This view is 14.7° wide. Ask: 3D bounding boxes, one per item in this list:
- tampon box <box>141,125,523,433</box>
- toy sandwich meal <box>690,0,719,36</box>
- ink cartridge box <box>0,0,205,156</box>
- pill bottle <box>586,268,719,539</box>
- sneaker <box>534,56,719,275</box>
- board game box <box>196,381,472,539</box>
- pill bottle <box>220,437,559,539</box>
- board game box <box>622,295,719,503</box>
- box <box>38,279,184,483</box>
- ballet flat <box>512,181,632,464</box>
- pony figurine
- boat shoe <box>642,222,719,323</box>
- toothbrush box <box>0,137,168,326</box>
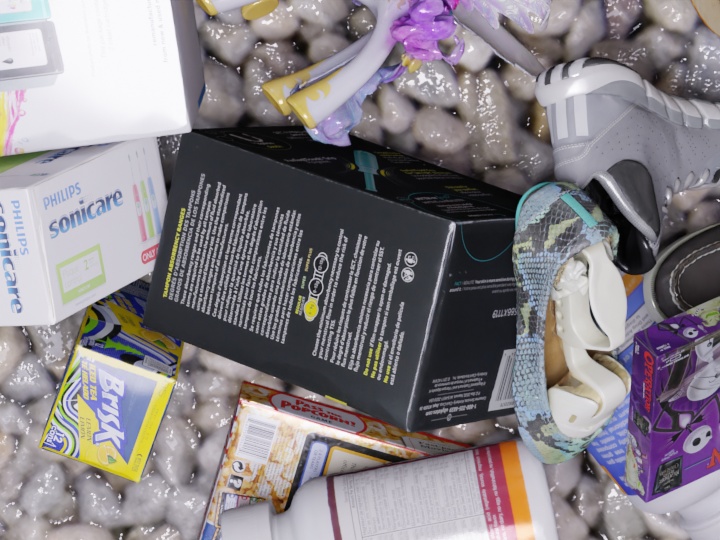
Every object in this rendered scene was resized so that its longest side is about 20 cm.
[{"bbox_3d":[0.000,0.000,1.652,0.200,0.150,0.126,21,104,32],"label":"tampon box"},{"bbox_3d":[0.289,-0.205,1.669,0.205,0.070,0.205,-7,131,-8],"label":"toy sandwich meal"},{"bbox_3d":[-0.204,-0.152,1.662,0.200,0.147,0.146,-7,103,3],"label":"ink cartridge box"},{"bbox_3d":[0.185,0.079,1.731,0.112,0.112,0.200,-38,100,8],"label":"pill bottle"},{"bbox_3d":[0.177,-0.047,1.667,0.200,0.075,0.116,16,66,-41],"label":"sneaker"},{"bbox_3d":[-0.001,0.172,1.786,0.200,0.046,0.152,17,102,-4],"label":"board game box"},{"bbox_3d":[0.021,0.172,1.706,0.200,0.110,0.110,-11,103,2],"label":"pill bottle"},{"bbox_3d":[0.246,0.052,1.645,0.200,0.032,0.120,-23,139,-22],"label":"board game box"},{"bbox_3d":[-0.145,0.061,1.682,0.064,0.200,0.070,20,102,-5],"label":"box"},{"bbox_3d":[0.125,0.044,1.609,0.074,0.074,0.200,-8,127,2],"label":"ballet flat"},{"bbox_3d":[0.027,-0.165,1.658,0.200,0.167,0.193,-38,71,-7],"label":"pony figurine"},{"bbox_3d":[0.267,-0.001,1.694,0.201,0.061,0.072,-9,89,-28],"label":"boat shoe"},{"bbox_3d":[-0.233,-0.024,1.657,0.200,0.146,0.086,-4,104,27],"label":"toothbrush box"}]
